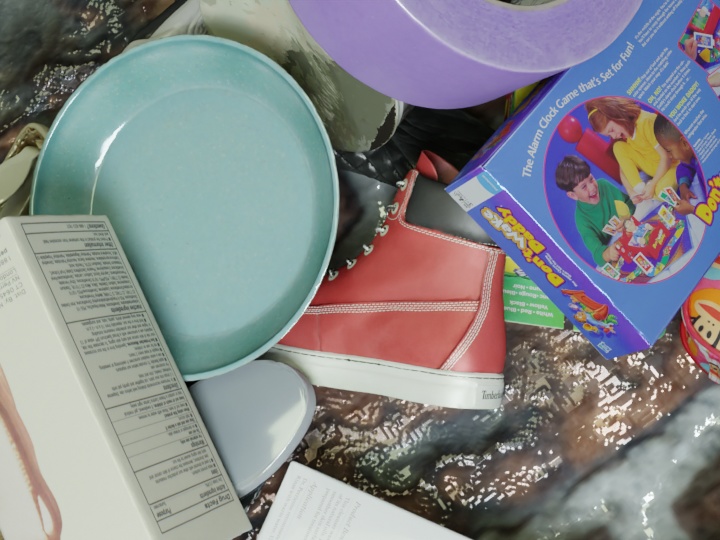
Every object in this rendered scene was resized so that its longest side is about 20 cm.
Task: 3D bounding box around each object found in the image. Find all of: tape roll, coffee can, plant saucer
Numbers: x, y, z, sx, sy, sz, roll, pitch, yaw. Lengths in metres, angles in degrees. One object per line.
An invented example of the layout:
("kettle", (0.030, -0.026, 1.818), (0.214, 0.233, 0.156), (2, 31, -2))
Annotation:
("tape roll", (0.055, -0.192, 0.685), (0.199, 0.085, 0.201), (4, 83, -28))
("coffee can", (0.018, -0.193, 0.797), (0.146, 0.147, 0.200), (30, 64, 20))
("plant saucer", (-0.100, -0.036, 0.760), (0.199, 0.036, 0.201), (-1, 86, 19))

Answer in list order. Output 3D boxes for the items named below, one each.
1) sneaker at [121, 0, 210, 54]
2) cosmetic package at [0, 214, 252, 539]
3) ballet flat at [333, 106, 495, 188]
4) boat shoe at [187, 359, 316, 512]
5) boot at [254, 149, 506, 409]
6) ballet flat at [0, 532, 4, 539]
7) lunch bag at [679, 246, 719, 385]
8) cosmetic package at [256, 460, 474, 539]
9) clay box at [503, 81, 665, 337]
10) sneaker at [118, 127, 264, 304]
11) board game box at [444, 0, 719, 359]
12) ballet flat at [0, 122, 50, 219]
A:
("sneaker", (-0.105, -0.183, 0.871), (0.114, 0.076, 0.200), (33, 55, 29))
("cosmetic package", (-0.153, 0.077, 0.702), (0.087, 0.103, 0.201), (-29, 81, 19))
("ballet flat", (0.022, -0.081, 0.849), (0.199, 0.057, 0.067), (22, 60, 12))
("boat shoe", (-0.096, 0.129, 0.778), (0.199, 0.068, 0.074), (-46, 63, 11))
("boot", (0.000, 0.000, 0.779), (0.199, 0.072, 0.145), (4, 89, 32))
("ballet flat", (-0.223, 0.174, 0.764), (0.068, 0.072, 0.201), (19, 114, 50))
("lunch bag", (0.298, 0.027, 0.725), (0.200, 0.082, 0.176), (41, 85, 21))
("cosmetic package", (0.033, 0.199, 0.734), (0.199, 0.081, 0.113), (23, 79, 17))
("clay box", (0.144, -0.063, 0.794), (0.114, 0.048, 0.201), (7, 73, -2))
("sneaker", (-0.122, -0.051, 0.822), (0.077, 0.082, 0.200), (-45, 50, 9))
("board game box", (0.160, -0.069, 0.735), (0.134, 0.045, 0.200), (46, 65, -7))
("ballet flat", (-0.255, -0.013, 0.874), (0.069, 0.069, 0.200), (28, 81, 19))
